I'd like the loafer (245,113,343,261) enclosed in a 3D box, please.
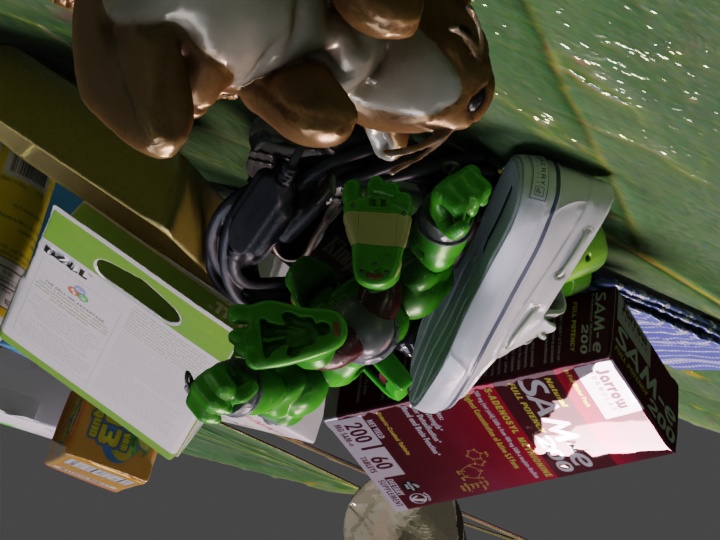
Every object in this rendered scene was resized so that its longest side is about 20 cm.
[{"bbox_3d":[-0.035,-0.051,1.597,0.072,0.063,0.200,16,170,5],"label":"loafer"}]

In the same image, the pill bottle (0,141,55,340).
[{"bbox_3d":[-0.281,-0.016,1.787,0.112,0.200,0.112,17,169,3],"label":"pill bottle"}]

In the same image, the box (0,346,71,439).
[{"bbox_3d":[-0.254,0.043,2.127,0.200,0.177,0.097,16,169,0],"label":"box"}]

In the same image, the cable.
[{"bbox_3d":[-0.005,-0.027,1.557,0.163,0.051,0.200,-3,151,-25],"label":"cable"}]

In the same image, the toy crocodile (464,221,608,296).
[{"bbox_3d":[0.086,-0.010,1.638,0.067,0.062,0.200,-17,-170,-23],"label":"toy crocodile"}]

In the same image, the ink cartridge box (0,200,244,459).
[{"bbox_3d":[-0.139,0.020,1.682,0.148,0.076,0.200,36,149,1],"label":"ink cartridge box"}]

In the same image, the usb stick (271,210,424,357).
[{"bbox_3d":[0.000,0.000,1.682,0.200,0.055,0.033,37,159,52],"label":"usb stick"}]

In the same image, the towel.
[{"bbox_3d":[0.191,0.040,1.831,0.200,0.024,0.145,23,169,-29],"label":"towel"}]

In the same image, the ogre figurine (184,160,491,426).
[{"bbox_3d":[-0.010,0.027,1.483,0.098,0.200,0.120,28,165,14],"label":"ogre figurine"}]

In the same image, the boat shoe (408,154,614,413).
[{"bbox_3d":[0.088,0.018,1.531,0.067,0.074,0.200,13,136,-14],"label":"boat shoe"}]

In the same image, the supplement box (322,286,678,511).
[{"bbox_3d":[0.090,0.084,1.662,0.200,0.061,0.109,-15,135,24],"label":"supplement box"}]

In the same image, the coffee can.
[{"bbox_3d":[0.056,0.329,3.213,0.146,0.147,0.200,16,170,6],"label":"coffee can"}]

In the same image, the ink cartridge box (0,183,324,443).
[{"bbox_3d":[-0.125,0.023,1.895,0.200,0.146,0.147,12,169,26],"label":"ink cartridge box"}]

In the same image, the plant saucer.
[{"bbox_3d":[-0.158,-0.068,1.635,0.200,0.048,0.200,33,174,17],"label":"plant saucer"}]

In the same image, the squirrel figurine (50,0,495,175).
[{"bbox_3d":[-0.037,-0.118,1.153,0.187,0.142,0.200,12,-171,-39],"label":"squirrel figurine"}]

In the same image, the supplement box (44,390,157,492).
[{"bbox_3d":[-0.183,0.119,1.903,0.069,0.067,0.200,22,169,-10],"label":"supplement box"}]
